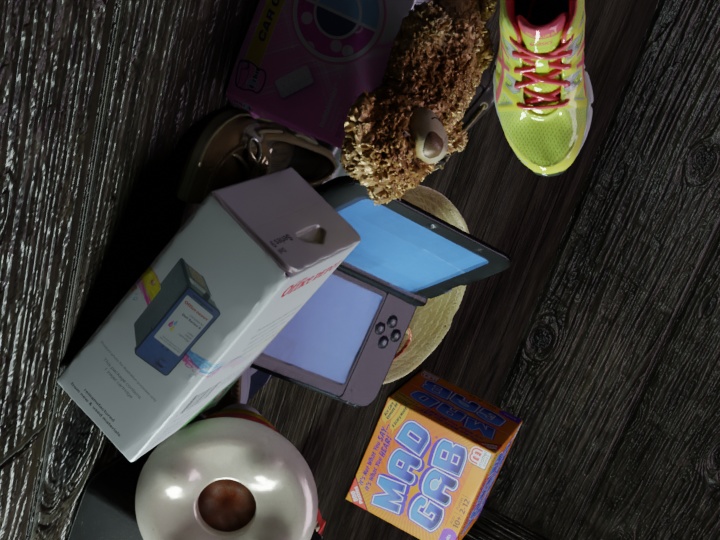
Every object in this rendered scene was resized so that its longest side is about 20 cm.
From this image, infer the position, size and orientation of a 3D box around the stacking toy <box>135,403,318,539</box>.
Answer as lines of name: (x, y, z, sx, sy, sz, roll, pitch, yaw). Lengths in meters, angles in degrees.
stacking toy: (-0.108, 0.168, 1.173, 0.200, 0.145, 0.147, -96, -151, -77)

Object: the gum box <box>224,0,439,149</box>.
gum box: (-0.011, -0.192, 1.033, 0.201, 0.113, 0.066, -67, 166, 15)

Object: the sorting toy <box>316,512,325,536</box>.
sorting toy: (-0.115, 0.391, 1.834, 0.201, 0.069, 0.199, -59, 166, -19)

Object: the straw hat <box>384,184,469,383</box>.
straw hat: (0.000, 0.000, 1.265, 0.200, 0.085, 0.202, -13, 119, -24)

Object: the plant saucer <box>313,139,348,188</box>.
plant saucer: (-0.025, -0.097, 1.297, 0.201, 0.050, 0.200, -58, 166, -23)

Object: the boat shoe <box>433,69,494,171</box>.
boat shoe: (0.062, -0.123, 1.260, 0.202, 0.060, 0.072, -53, -169, 53)

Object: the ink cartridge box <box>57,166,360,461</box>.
ink cartridge box: (-0.108, 0.028, 1.021, 0.200, 0.088, 0.145, -46, 174, 23)

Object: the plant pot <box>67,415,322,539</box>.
plant pot: (-0.152, 0.277, 1.251, 0.199, 0.177, 0.201, -32, 145, -66)

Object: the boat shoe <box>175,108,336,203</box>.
boat shoe: (-0.079, -0.083, 1.090, 0.074, 0.063, 0.201, -67, 166, 14)

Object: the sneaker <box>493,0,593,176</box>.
sneaker: (0.134, -0.167, 1.040, 0.090, 0.078, 0.201, -57, 143, -73)

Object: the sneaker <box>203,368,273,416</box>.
sneaker: (-0.092, 0.044, 1.263, 0.108, 0.070, 0.201, -43, 163, -44)

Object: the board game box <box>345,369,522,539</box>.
board game box: (0.127, 0.319, 2.333, 0.201, 0.199, 0.200, -68, 166, 17)

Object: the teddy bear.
teddy bear: (0.058, -0.135, 1.009, 0.200, 0.066, 0.146, -48, 157, -52)

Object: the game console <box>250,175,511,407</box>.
game console: (-0.004, 0.025, 1.141, 0.199, 0.116, 0.177, 25, 89, -37)
